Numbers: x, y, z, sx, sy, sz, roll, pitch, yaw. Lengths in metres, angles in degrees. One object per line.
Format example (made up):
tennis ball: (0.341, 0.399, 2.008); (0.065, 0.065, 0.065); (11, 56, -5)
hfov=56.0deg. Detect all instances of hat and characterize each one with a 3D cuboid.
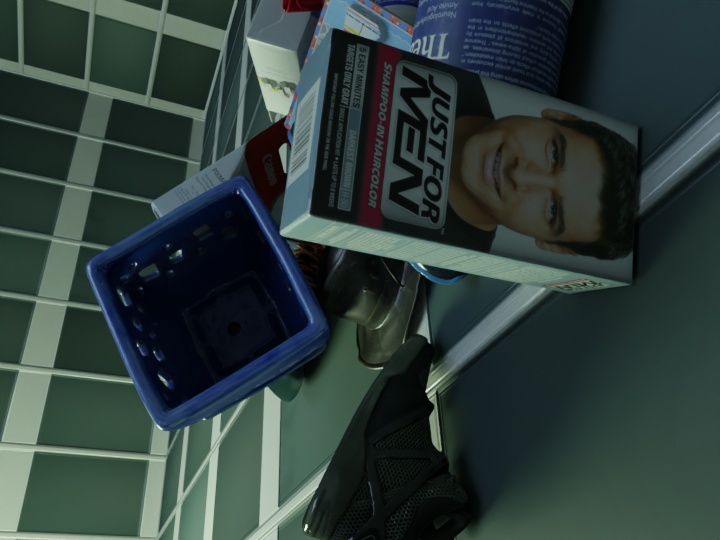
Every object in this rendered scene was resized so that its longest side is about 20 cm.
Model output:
hat: (0.000, 0.000, 0.710); (0.200, 0.080, 0.203); (-170, 90, -70)

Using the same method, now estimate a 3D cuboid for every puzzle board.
puzzle board: (0.024, -0.142, 0.610); (0.017, 0.199, 0.152); (-32, -26, -50)

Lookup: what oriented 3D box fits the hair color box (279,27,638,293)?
hair color box: (0.061, -0.053, 0.388); (0.061, 0.198, 0.100); (162, 117, -67)

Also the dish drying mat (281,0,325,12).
dish drying mat: (-0.007, -0.340, 0.781); (0.018, 0.199, 0.077); (39, 132, 24)

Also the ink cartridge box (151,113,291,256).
ink cartridge box: (-0.144, -0.084, 0.839); (0.057, 0.199, 0.163); (54, 168, 21)

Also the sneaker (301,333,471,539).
sneaker: (0.041, 0.146, 0.552); (0.200, 0.113, 0.077); (-60, -4, -45)

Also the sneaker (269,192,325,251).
sneaker: (-0.040, -0.069, 0.901); (0.200, 0.111, 0.072); (-45, -28, -70)

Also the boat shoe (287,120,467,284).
boat shoe: (0.027, -0.077, 0.581); (0.069, 0.199, 0.084); (-52, -6, 26)

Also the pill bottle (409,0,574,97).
pill bottle: (0.086, -0.131, 0.491); (0.111, 0.110, 0.203); (-168, 89, -70)

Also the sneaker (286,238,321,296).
sneaker: (-0.089, -0.001, 0.975); (0.078, 0.078, 0.201); (-55, 31, 27)

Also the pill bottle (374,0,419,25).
pill bottle: (0.030, -0.239, 0.701); (0.112, 0.111, 0.202); (120, 153, -43)

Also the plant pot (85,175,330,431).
plant pot: (-0.154, 0.048, 0.760); (0.201, 0.199, 0.180); (59, 174, 14)

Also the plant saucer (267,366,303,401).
plant saucer: (-0.126, 0.083, 0.943); (0.202, 0.027, 0.200); (63, -174, -12)

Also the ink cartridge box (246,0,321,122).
ink cartridge box: (-0.081, -0.277, 0.872); (0.200, 0.067, 0.116); (86, -158, -73)
